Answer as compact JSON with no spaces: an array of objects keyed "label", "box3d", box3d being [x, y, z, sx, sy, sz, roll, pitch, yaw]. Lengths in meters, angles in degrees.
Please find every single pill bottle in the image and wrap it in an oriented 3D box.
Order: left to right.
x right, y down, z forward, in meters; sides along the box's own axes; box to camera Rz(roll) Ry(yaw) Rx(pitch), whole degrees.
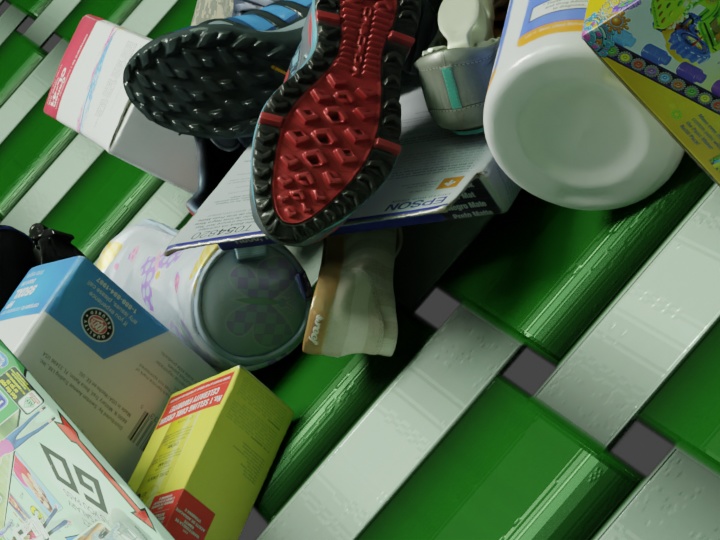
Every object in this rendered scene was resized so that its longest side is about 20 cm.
[{"label":"pill bottle","box3d":[0.136,-0.136,1.407,0.112,0.112,0.201,-31,26,34]}]

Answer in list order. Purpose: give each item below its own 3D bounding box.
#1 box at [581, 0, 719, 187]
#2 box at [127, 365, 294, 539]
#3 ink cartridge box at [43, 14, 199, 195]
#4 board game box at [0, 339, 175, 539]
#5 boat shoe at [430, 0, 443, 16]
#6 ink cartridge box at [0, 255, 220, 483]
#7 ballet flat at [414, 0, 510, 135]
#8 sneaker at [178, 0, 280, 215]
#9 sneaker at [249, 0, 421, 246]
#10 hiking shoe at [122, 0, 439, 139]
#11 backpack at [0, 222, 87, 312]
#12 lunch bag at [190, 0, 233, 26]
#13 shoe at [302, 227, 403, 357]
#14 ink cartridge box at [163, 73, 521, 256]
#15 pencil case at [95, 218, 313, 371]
[{"label":"box","box3d":[0.232,-0.182,1.293,0.192,0.122,0.201,-31,27,33]},{"label":"box","box3d":[-0.109,0.152,1.458,0.075,0.050,0.201,-23,32,46]},{"label":"ink cartridge box","box3d":[-0.124,-0.105,1.776,0.086,0.147,0.200,-64,22,3]},{"label":"board game box","box3d":[-0.197,0.144,1.404,0.134,0.029,0.200,-39,56,-12]},{"label":"boat shoe","box3d":[0.033,-0.188,1.640,0.201,0.056,0.069,-62,26,10]},{"label":"ink cartridge box","box3d":[-0.186,0.116,1.535,0.084,0.145,0.201,-9,43,58]},{"label":"ballet flat","box3d":[0.073,-0.149,1.485,0.067,0.064,0.200,-14,26,19]},{"label":"sneaker","box3d":[-0.073,-0.120,1.622,0.075,0.202,0.084,19,23,41]},{"label":"sneaker","box3d":[-0.014,-0.083,1.438,0.096,0.079,0.201,111,180,-55]},{"label":"hiking shoe","box3d":[-0.046,-0.132,1.563,0.198,0.075,0.087,-10,18,6]},{"label":"backpack","box3d":[-0.265,0.075,1.640,0.154,0.192,0.199,-30,-14,29]},{"label":"lunch bag","box3d":[-0.045,-0.212,1.762,0.200,0.117,0.165,29,110,58]},{"label":"shoe","box3d":[0.000,0.000,1.521,0.200,0.053,0.070,-81,-1,-64]},{"label":"ink cartridge box","box3d":[0.010,-0.060,1.489,0.198,0.041,0.200,-7,29,32]},{"label":"pencil case","box3d":[-0.105,0.014,1.626,0.083,0.091,0.200,-24,11,-23]}]
